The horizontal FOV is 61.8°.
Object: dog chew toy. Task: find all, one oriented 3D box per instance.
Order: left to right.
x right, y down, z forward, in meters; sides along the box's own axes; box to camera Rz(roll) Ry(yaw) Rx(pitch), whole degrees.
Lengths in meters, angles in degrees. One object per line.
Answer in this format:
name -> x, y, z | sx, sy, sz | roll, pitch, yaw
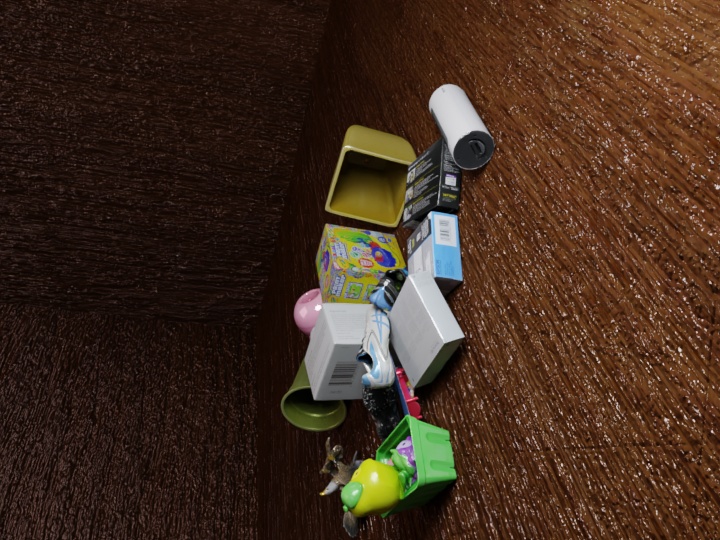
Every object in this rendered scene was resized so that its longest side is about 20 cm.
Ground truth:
dog chew toy -> -0.086, 0.147, 1.526 | 0.201, 0.124, 0.125 | 64, 176, -22

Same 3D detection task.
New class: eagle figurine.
eagle figurine -> -0.032, 0.552, 1.538 | 0.200, 0.151, 0.152 | 37, 167, 39

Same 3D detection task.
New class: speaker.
speaker -> 0.192, -0.280, 1.157 | 0.201, 0.080, 0.082 | -102, 25, -48

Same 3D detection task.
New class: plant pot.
plant pot -> -0.133, 0.355, 1.854 | 0.191, 0.198, 0.201 | -85, 12, -53
plant pot -> 0.026, -0.264, 1.545 | 0.201, 0.193, 0.195 | -91, 17, -49

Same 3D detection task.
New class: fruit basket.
fruit basket -> 0.055, 0.379, 1.124 | 0.216, 0.213, 0.157 | 116, 155, -48

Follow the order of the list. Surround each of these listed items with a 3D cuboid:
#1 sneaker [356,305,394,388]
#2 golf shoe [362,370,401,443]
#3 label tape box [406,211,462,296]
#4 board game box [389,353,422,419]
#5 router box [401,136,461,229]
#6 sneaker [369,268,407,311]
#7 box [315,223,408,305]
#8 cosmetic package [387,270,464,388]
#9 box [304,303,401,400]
sneaker -> 0.026, 0.148, 1.221 | 0.201, 0.072, 0.072 | -96, 15, -45
golf shoe -> 0.045, 0.287, 1.325 | 0.095, 0.077, 0.202 | -108, 6, -72
label tape box -> 0.137, -0.010, 1.251 | 0.200, 0.065, 0.145 | 130, 144, -59
board game box -> 0.101, 0.256, 1.260 | 0.158, 0.039, 0.202 | 84, 169, -70
router box -> 0.152, -0.182, 1.298 | 0.200, 0.051, 0.151 | 154, 124, -71
sneaker -> 0.084, 0.038, 1.299 | 0.083, 0.070, 0.199 | -65, -19, 12
box -> 0.000, 0.000, 1.493 | 0.201, 0.191, 0.123 | -106, 28, -52
cosmetic package -> 0.118, 0.119, 1.176 | 0.201, 0.051, 0.152 | 111, 142, -54
box -> -0.010, 0.192, 1.416 | 0.131, 0.198, 0.200 | -112, 32, -45
